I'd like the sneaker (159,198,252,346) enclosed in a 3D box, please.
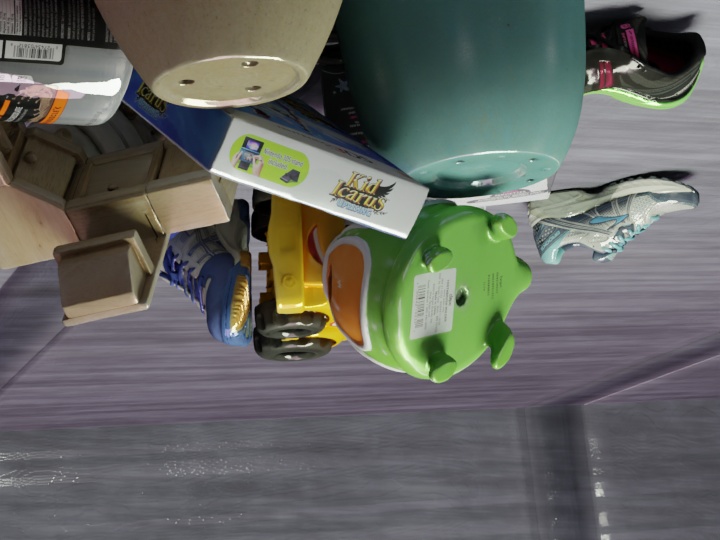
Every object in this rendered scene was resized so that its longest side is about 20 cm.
[{"bbox_3d":[-0.136,0.005,1.556,0.088,0.076,0.200,0,-153,-6],"label":"sneaker"}]

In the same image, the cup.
[{"bbox_3d":[-0.089,-0.188,1.171,0.199,0.144,0.200,-6,167,-1],"label":"cup"}]

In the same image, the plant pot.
[{"bbox_3d":[0.081,-0.147,1.392,0.199,0.162,0.201,-6,168,-1],"label":"plant pot"}]

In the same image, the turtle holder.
[{"bbox_3d":[0.055,-0.001,1.436,0.131,0.141,0.185,15,-133,40],"label":"turtle holder"}]

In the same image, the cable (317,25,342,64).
[{"bbox_3d":[-0.079,-0.194,1.435,0.199,0.051,0.097,-13,155,-32],"label":"cable"}]

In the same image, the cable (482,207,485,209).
[{"bbox_3d":[0.038,-0.072,1.914,0.199,0.070,0.200,1,166,-28],"label":"cable"}]

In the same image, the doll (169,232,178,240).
[{"bbox_3d":[-0.150,-0.061,1.523,0.048,0.200,0.136,46,138,-15],"label":"doll"}]

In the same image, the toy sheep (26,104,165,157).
[{"bbox_3d":[-0.234,-0.090,1.583,0.199,0.139,0.138,-26,-177,-40],"label":"toy sheep"}]

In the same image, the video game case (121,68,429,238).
[{"bbox_3d":[-0.073,-0.101,1.331,0.181,0.046,0.200,19,-167,-38],"label":"video game case"}]

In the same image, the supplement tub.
[{"bbox_3d":[-0.264,-0.164,1.242,0.199,0.123,0.122,1,166,-27],"label":"supplement tub"}]

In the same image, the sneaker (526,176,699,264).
[{"bbox_3d":[0.293,-0.052,2.084,0.199,0.087,0.078,-10,168,20],"label":"sneaker"}]

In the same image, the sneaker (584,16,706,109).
[{"bbox_3d":[0.202,-0.183,1.532,0.199,0.077,0.084,-4,150,-24],"label":"sneaker"}]

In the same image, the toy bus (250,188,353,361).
[{"bbox_3d":[0.000,0.000,1.567,0.191,0.137,0.200,0,166,-2],"label":"toy bus"}]

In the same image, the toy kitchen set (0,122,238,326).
[{"bbox_3d":[-0.220,-0.080,1.374,0.199,0.164,0.181,-11,127,15],"label":"toy kitchen set"}]

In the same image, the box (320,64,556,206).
[{"bbox_3d":[0.070,-0.118,1.620,0.199,0.115,0.132,-6,167,0],"label":"box"}]
